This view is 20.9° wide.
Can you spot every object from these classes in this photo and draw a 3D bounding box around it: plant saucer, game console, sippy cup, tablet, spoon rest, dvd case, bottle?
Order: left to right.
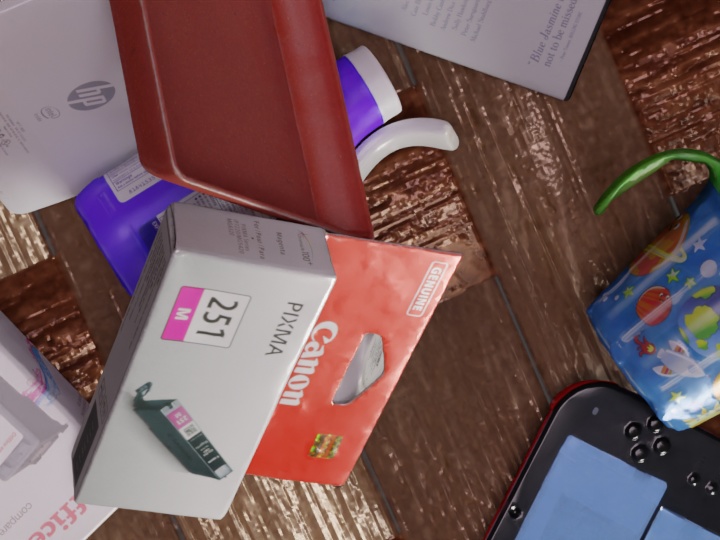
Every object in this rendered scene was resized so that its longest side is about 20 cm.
[{"bbox_3d":[-0.173,-0.096,1.104,0.129,0.200,0.014,-22,65,3],"label":"tablet"},{"bbox_3d":[-0.074,-0.117,1.061,0.037,0.200,0.201,-21,71,25],"label":"plant saucer"},{"bbox_3d":[-0.070,-0.064,1.166,0.199,0.084,0.065,-33,60,-5],"label":"bottle"},{"bbox_3d":[0.000,0.000,1.184,0.060,0.099,0.201,17,80,16],"label":"spoon rest"},{"bbox_3d":[0.059,-0.198,1.173,0.199,0.018,0.143,18,115,-6],"label":"dvd case"},{"bbox_3d":[0.165,0.185,1.239,0.176,0.031,0.201,27,93,-7],"label":"game console"},{"bbox_3d":[0.215,0.025,1.184,0.130,0.140,0.178,-38,59,10],"label":"sippy cup"}]

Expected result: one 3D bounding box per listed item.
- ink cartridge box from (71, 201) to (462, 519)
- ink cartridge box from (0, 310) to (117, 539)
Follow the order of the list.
[{"bbox_3d":[-0.053,0.061,1.088,0.172,0.044,0.201,10,129,-20],"label":"ink cartridge box"},{"bbox_3d":[-0.248,0.101,1.167,0.148,0.086,0.200,-44,96,0],"label":"ink cartridge box"}]
